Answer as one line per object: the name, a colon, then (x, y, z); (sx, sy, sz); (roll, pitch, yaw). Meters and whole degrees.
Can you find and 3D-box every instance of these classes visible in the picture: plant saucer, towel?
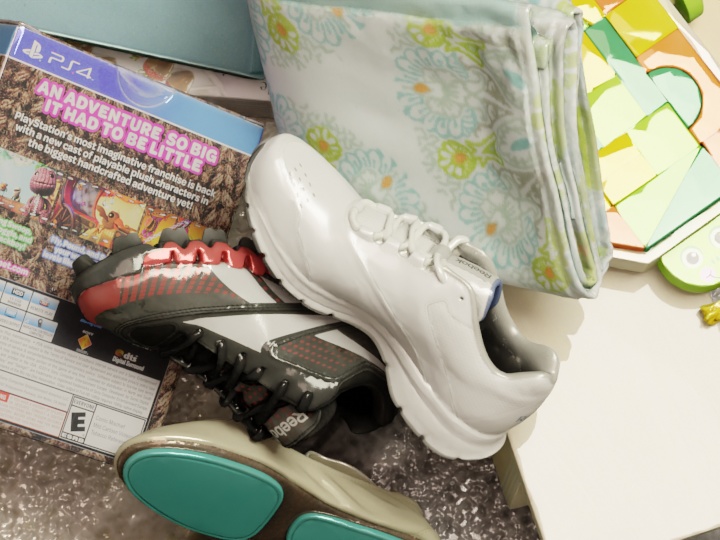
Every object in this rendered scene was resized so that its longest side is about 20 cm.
plant saucer: (-0.145, -0.152, 1.522); (0.199, 0.019, 0.070); (11, 66, -16)
towel: (0.033, -0.077, 1.410); (0.200, 0.172, 0.048); (15, 40, 35)

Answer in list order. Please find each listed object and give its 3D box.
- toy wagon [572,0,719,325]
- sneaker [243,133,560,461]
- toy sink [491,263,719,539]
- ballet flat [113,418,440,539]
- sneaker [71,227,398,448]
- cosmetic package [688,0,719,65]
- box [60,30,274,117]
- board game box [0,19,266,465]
toy wagon: (0.145, -0.063, 1.467); (0.155, 0.040, 0.200); (-35, 80, -8)
sneaker: (0.024, 0.002, 1.409); (0.200, 0.087, 0.075); (46, 43, -8)
toy sink: (0.130, 0.062, 1.516); (0.130, 0.112, 0.201); (-18, 77, -6)
ballet flat: (-0.044, 0.117, 1.495); (0.200, 0.069, 0.070); (26, 79, -24)
sneaker: (-0.057, 0.038, 1.438); (0.200, 0.071, 0.098); (13, 63, -30)
cosmetic package: (0.146, -0.169, 1.560); (0.071, 0.105, 0.200); (-30, 85, -6)
box: (-0.091, -0.112, 1.570); (0.199, 0.041, 0.039); (4, 80, -1)
board game box: (-0.167, -0.015, 1.475); (0.159, 0.097, 0.201); (22, 86, -33)
